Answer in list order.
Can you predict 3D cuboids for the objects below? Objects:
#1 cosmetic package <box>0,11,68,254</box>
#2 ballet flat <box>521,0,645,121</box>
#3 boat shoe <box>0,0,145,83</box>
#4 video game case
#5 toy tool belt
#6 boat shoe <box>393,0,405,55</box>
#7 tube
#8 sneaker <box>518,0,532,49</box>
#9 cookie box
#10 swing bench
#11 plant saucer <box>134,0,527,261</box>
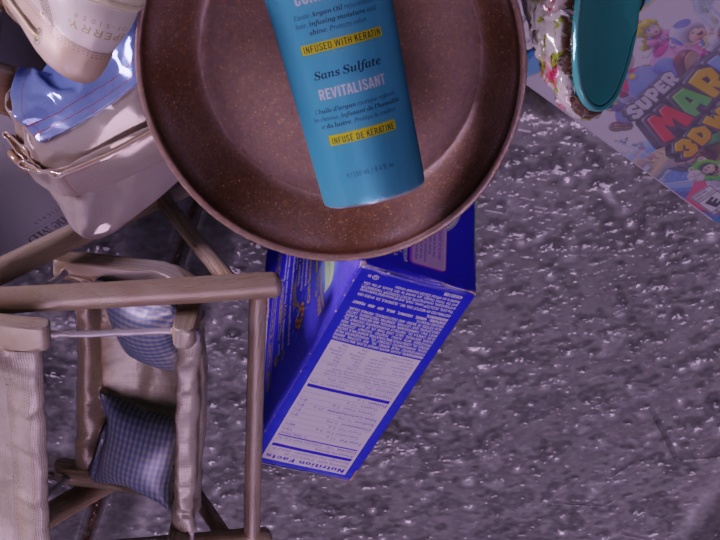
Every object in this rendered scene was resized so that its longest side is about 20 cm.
[{"bbox_3d":[-0.235,-0.097,1.118,0.101,0.072,0.200,-29,133,30],"label":"cosmetic package"},{"bbox_3d":[0.110,-0.172,0.961,0.064,0.202,0.075,4,170,41],"label":"ballet flat"},{"bbox_3d":[-0.161,-0.152,0.959,0.072,0.200,0.065,12,110,-33],"label":"boat shoe"},{"bbox_3d":[0.204,-0.112,1.150,0.199,0.018,0.143,31,131,-32],"label":"video game case"},{"bbox_3d":[-0.114,-0.123,1.045,0.200,0.125,0.123,-40,114,6],"label":"toy tool belt"},{"bbox_3d":[0.010,-0.178,0.997,0.071,0.060,0.202,9,107,4],"label":"boat shoe"},{"bbox_3d":[-0.016,-0.132,0.915,0.077,0.050,0.202,-16,103,-7],"label":"tube"},{"bbox_3d":[0.083,-0.144,1.066,0.199,0.078,0.099,-28,136,30],"label":"sneaker"},{"bbox_3d":[0.000,0.000,1.163,0.075,0.172,0.200,15,139,-14],"label":"cookie box"},{"bbox_3d":[-0.161,0.076,1.106,0.199,0.130,0.200,-15,127,-25],"label":"swing bench"},{"bbox_3d":[-0.014,-0.106,0.968,0.198,0.037,0.202,3,105,10],"label":"plant saucer"}]
